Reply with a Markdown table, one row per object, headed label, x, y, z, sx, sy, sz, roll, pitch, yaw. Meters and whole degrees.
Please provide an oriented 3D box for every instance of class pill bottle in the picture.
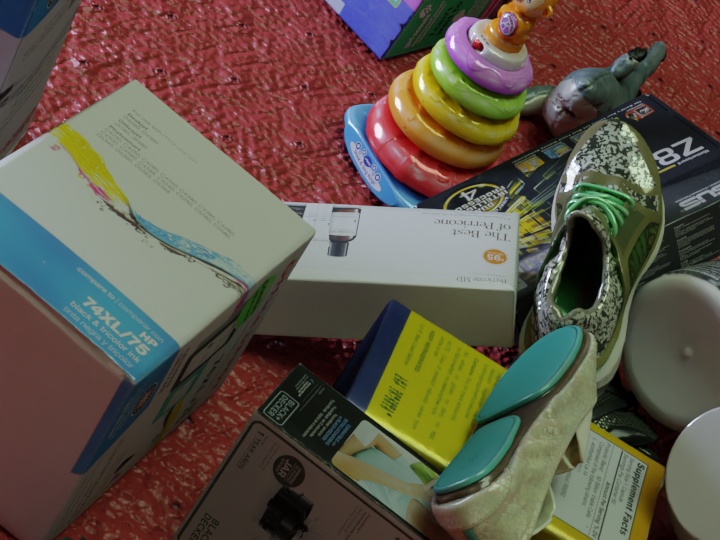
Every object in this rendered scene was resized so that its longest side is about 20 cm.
| label | x | y | z | sx | sy | sz | roll | pitch | yaw |
| --- | --- | --- | --- | --- | --- | --- | --- | --- | --- |
| pill bottle | 0.270 | 0.038 | 1.373 | 0.199 | 0.107 | 0.106 | -13 | 56 | -45 |
| pill bottle | 0.251 | 0.141 | 1.263 | 0.113 | 0.113 | 0.200 | 54 | 10 | 26 |

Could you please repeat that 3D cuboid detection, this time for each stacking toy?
| label | x | y | z | sx | sy | sz | roll | pitch | yaw |
| --- | --- | --- | --- | --- | --- | --- | --- | --- | --- |
| stacking toy | 0.083 | -0.135 | 1.464 | 0.109 | 0.201 | 0.117 | -3 | 50 | -40 |

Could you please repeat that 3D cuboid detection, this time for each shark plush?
| label | x | y | z | sx | sy | sz | roll | pitch | yaw |
| --- | --- | --- | --- | --- | --- | --- | --- | --- | --- |
| shark plush | 0.209 | -0.143 | 1.670 | 0.199 | 0.084 | 0.091 | -16 | 59 | -47 |

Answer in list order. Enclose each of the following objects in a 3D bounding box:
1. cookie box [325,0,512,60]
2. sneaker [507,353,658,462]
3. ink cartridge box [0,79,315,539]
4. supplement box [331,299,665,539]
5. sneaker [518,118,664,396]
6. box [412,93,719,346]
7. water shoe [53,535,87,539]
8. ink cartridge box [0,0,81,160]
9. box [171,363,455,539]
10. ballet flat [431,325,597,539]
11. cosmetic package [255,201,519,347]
| label | x | y | z | sx | sy | sz | roll | pitch | yaw |
| --- | --- | --- | --- | --- | --- | --- | --- | --- | --- |
| cookie box | 0.040 | -0.267 | 1.686 | 0.171 | 0.075 | 0.199 | 48 | 39 | 17 |
| sneaker | 0.153 | 0.083 | 1.383 | 0.114 | 0.076 | 0.200 | 37 | 39 | 1 |
| ink cartridge box | -0.152 | 0.020 | 1.151 | 0.146 | 0.147 | 0.200 | 38 | 37 | 7 |
| supplement box | 0.064 | 0.132 | 1.225 | 0.199 | 0.110 | 0.109 | 32 | 36 | -2 |
| sneaker | 0.148 | -0.021 | 1.284 | 0.076 | 0.089 | 0.201 | 9 | 59 | 9 |
| box | 0.156 | -0.036 | 1.412 | 0.199 | 0.049 | 0.161 | -25 | 34 | -11 |
| water shoe | -0.130 | 0.168 | 1.065 | 0.198 | 0.072 | 0.079 | 10 | 40 | -30 |
| ink cartridge box | -0.226 | -0.148 | 1.238 | 0.085 | 0.201 | 0.147 | 29 | 36 | -4 |
| box | 0.007 | 0.161 | 1.145 | 0.199 | 0.117 | 0.060 | 37 | 34 | 5 |
| ballet flat | 0.092 | 0.101 | 1.149 | 0.063 | 0.067 | 0.200 | 59 | 35 | -11 |
| cosmetic package | 0.000 | 0.000 | 1.301 | 0.198 | 0.051 | 0.083 | 2 | 40 | 5 |
